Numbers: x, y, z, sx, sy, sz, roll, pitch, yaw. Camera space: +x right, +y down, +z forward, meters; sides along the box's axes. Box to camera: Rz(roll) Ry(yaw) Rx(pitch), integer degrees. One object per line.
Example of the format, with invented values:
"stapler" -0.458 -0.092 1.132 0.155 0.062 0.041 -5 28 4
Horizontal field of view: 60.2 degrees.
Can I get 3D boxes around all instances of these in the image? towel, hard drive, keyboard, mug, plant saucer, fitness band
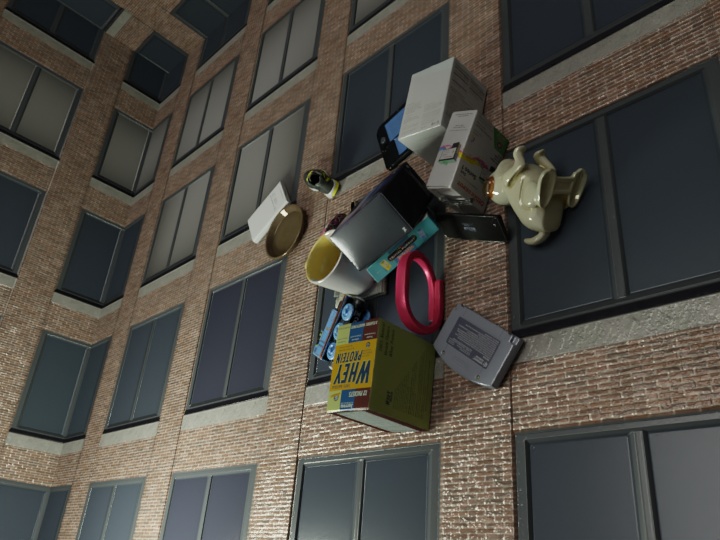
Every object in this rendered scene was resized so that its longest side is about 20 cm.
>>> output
"towel" 0.000 0.000 1.725 0.198 0.034 0.195 -22 53 41
"hard drive" -0.331 -0.210 2.241 0.200 0.026 0.133 -47 40 20
"keyboard" 0.249 -0.123 1.447 0.021 0.128 0.199 -45 31 -26
"mug" -0.047 -0.015 1.643 0.150 0.152 0.187 -56 35 8
"plant saucer" -0.252 -0.128 2.099 0.199 0.029 0.203 -27 49 36
"fitness band" 0.137 0.051 1.446 0.037 0.143 0.203 -23 53 41

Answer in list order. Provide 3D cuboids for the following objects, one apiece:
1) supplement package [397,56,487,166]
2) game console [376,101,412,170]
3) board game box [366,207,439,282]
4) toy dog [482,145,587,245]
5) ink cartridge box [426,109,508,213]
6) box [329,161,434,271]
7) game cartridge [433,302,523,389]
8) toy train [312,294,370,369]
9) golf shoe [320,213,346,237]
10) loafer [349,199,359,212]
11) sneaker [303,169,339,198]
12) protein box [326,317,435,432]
"supplement package" 0.216 -0.410 1.624 0.151 0.150 0.203 -7 63 47
"game console" 0.133 -0.411 1.820 0.199 0.031 0.179 -38 44 30
"board game box" 0.105 -0.072 1.557 0.199 0.047 0.151 -41 10 14
"toy dog" 0.363 -0.173 1.349 0.200 0.138 0.197 40 136 50
"ink cartridge box" 0.257 -0.256 1.488 0.083 0.144 0.203 10 76 49
"box" 0.055 -0.136 1.532 0.199 0.123 0.199 -38 11 36
"game cartridge" 0.247 0.166 1.340 0.134 0.041 0.199 -58 37 1
"toy train" -0.049 0.160 1.641 0.114 0.086 0.203 19 88 57
"golf shoe" -0.096 -0.080 1.852 0.202 0.072 0.092 -65 19 -11
"loafer" -0.015 -0.119 1.760 0.072 0.063 0.202 -37 31 37
"sneaker" -0.142 -0.302 2.030 0.199 0.084 0.075 32 92 52
"protein box" 0.050 0.239 1.388 0.134 0.199 0.202 -16 57 42
